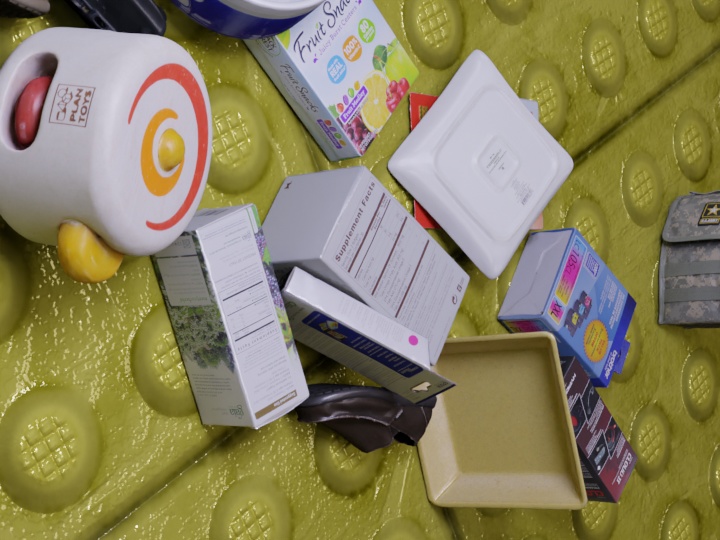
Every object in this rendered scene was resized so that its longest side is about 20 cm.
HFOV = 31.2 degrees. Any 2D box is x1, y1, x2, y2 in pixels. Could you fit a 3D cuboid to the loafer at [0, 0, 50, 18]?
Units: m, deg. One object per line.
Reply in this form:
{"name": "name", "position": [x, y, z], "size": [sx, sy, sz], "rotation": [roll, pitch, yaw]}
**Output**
{"name": "loafer", "position": [-0.332, -0.268, 1.039], "size": [0.200, 0.076, 0.068], "rotation": [27, 75, -42]}

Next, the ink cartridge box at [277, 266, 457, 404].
{"name": "ink cartridge box", "position": [-0.002, 0.068, 1.293], "size": [0.199, 0.095, 0.037], "rotation": [31, 63, -12]}

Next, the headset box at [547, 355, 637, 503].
{"name": "headset box", "position": [0.225, 0.195, 1.534], "size": [0.200, 0.148, 0.075], "rotation": [55, 52, -29]}

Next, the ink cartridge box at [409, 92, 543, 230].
{"name": "ink cartridge box", "position": [0.142, -0.130, 1.538], "size": [0.199, 0.050, 0.163], "rotation": [0, 88, -49]}

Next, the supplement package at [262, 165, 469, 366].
{"name": "supplement package", "position": [0.000, 0.000, 1.336], "size": [0.200, 0.117, 0.118], "rotation": [44, 59, -35]}

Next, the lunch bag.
{"name": "lunch bag", "position": [0.518, -0.020, 1.835], "size": [0.117, 0.163, 0.201], "rotation": [10, 80, -47]}

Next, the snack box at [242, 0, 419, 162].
{"name": "snack box", "position": [-0.034, -0.235, 1.359], "size": [0.200, 0.053, 0.142], "rotation": [53, 53, -29]}

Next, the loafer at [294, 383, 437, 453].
{"name": "loafer", "position": [0.009, 0.158, 1.368], "size": [0.199, 0.073, 0.072], "rotation": [9, 83, -44]}

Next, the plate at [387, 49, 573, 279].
{"name": "plate", "position": [0.153, -0.125, 1.513], "size": [0.200, 0.032, 0.200], "rotation": [46, 66, -21]}

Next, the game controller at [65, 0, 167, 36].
{"name": "game controller", "position": [-0.245, -0.264, 1.136], "size": [0.200, 0.042, 0.105], "rotation": [48, 34, -32]}

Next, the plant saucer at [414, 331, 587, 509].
{"name": "plant saucer", "position": [0.152, 0.162, 1.433], "size": [0.048, 0.199, 0.201], "rotation": [-27, 108, -54]}

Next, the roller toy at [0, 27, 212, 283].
{"name": "roller toy", "position": [-0.210, -0.105, 1.073], "size": [0.200, 0.139, 0.183], "rotation": [-52, 144, -52]}

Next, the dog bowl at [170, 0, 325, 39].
{"name": "dog bowl", "position": [-0.108, -0.326, 1.230], "size": [0.199, 0.079, 0.201], "rotation": [10, 71, -29]}

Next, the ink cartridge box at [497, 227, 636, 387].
{"name": "ink cartridge box", "position": [0.275, 0.059, 1.647], "size": [0.200, 0.076, 0.137], "rotation": [45, 58, -36]}

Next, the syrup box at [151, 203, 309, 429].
{"name": "syrup box", "position": [-0.126, 0.045, 1.233], "size": [0.081, 0.078, 0.201], "rotation": [-28, 108, -43]}
